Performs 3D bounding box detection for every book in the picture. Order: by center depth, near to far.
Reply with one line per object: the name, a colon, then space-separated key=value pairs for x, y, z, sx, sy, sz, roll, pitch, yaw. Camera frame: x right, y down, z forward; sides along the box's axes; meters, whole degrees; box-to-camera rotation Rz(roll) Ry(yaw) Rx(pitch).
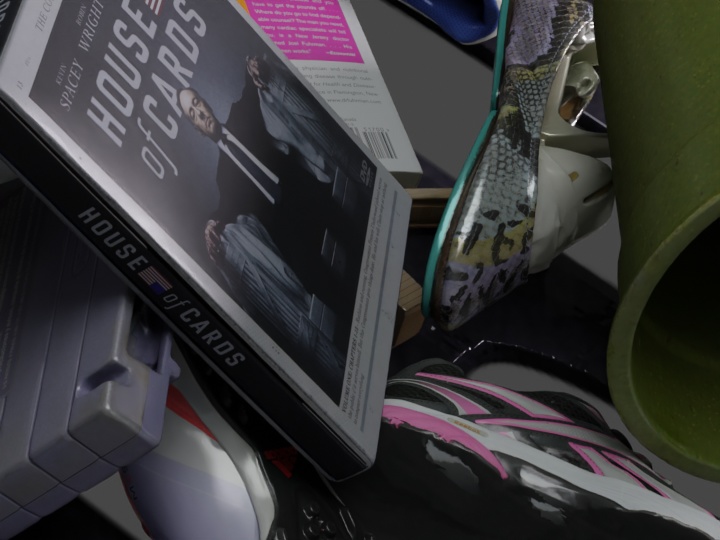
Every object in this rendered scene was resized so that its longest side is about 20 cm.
book: x=-0.064 y=-0.108 z=1.020 sx=0.133 sy=0.048 sz=0.200 roll=-2 pitch=50 yaw=-24

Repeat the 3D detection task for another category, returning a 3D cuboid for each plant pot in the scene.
plant pot: x=0.169 y=-0.050 z=0.884 sx=0.200 sy=0.200 sz=0.190 roll=1 pitch=45 yaw=-16

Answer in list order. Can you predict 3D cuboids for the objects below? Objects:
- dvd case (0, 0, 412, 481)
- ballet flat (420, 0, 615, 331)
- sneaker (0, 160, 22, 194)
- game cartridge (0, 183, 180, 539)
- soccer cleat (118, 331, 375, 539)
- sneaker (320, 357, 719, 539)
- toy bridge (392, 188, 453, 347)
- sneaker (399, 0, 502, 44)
dvd case: x=-0.054 y=-0.040 z=0.820 sx=0.200 sy=0.025 sz=0.150 roll=47 pitch=32 yaw=-29
ballet flat: x=0.075 y=-0.049 z=0.951 sx=0.072 sy=0.072 sz=0.200 roll=18 pitch=44 yaw=0
sneaker: x=-0.161 y=-0.073 z=0.895 sx=0.077 sy=0.078 sz=0.200 roll=0 pitch=16 yaw=-32
game cartridge: x=-0.111 y=0.008 z=0.847 sx=0.038 sy=0.130 sz=0.200 roll=32 pitch=40 yaw=-27
soccer cleat: x=-0.044 y=0.095 z=0.837 sx=0.068 sy=0.073 sz=0.200 roll=-4 pitch=65 yaw=-47
sneaker: x=0.089 y=0.087 z=0.871 sx=0.200 sy=0.080 sz=0.086 roll=30 pitch=33 yaw=1
toy bridge: x=0.000 y=0.000 z=0.952 sx=0.200 sy=0.027 sz=0.067 roll=-29 pitch=62 yaw=-37
sneaker: x=-0.002 y=-0.179 z=1.043 sx=0.200 sy=0.075 sz=0.088 roll=31 pitch=35 yaw=-15
